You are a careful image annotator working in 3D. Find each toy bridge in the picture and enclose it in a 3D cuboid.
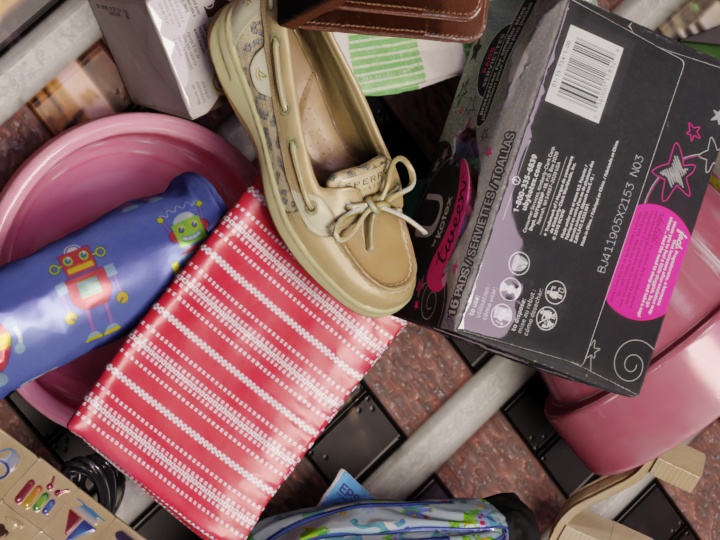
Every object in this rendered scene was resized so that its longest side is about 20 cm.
[{"bbox_3d":[0.162,0.179,1.572,0.067,0.027,0.201,24,127,1],"label":"toy bridge"}]

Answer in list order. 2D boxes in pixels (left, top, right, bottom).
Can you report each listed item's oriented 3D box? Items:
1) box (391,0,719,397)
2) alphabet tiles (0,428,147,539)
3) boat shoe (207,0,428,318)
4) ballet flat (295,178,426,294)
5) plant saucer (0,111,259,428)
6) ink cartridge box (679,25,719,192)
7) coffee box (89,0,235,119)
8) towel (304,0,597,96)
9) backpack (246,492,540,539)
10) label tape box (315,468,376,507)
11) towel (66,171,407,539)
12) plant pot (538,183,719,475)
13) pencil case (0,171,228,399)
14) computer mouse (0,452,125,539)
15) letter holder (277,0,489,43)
[{"bbox_3d":[0.114,-0.045,1.374,0.131,0.115,0.201,20,86,-22],"label":"box"},{"bbox_3d":[-0.201,0.207,1.398,0.167,0.008,0.200,-48,123,-1],"label":"alphabet tiles"},{"bbox_3d":[-0.019,-0.069,1.330,0.073,0.063,0.201,-31,94,-43],"label":"boat shoe"},{"bbox_3d":[0.000,0.000,1.477,0.200,0.070,0.071,-27,111,-48],"label":"ballet flat"},{"bbox_3d":[-0.143,0.002,1.448,0.199,0.051,0.202,-4,100,-25],"label":"plant saucer"},{"bbox_3d":[0.304,-0.068,1.589,0.083,0.145,0.201,-21,106,-20],"label":"ink cartridge box"},{"bbox_3d":[-0.050,-0.172,1.429,0.199,0.113,0.080,-28,109,-18],"label":"coffee box"},{"bbox_3d":[0.050,-0.186,1.399,0.199,0.023,0.154,-14,106,-23],"label":"towel"},{"bbox_3d":[0.006,0.215,1.444,0.198,0.154,0.164,10,98,-14],"label":"backpack"},{"bbox_3d":[-0.038,0.245,1.527,0.143,0.066,0.200,44,75,-24],"label":"label tape box"},{"bbox_3d":[-0.062,0.051,1.375,0.145,0.022,0.200,43,80,-31],"label":"towel"},{"bbox_3d":[0.172,0.002,1.527,0.200,0.200,0.179,-40,96,-14],"label":"plant pot"},{"bbox_3d":[-0.166,0.014,1.368,0.199,0.087,0.078,-25,86,-21],"label":"pencil case"},{"bbox_3d":[-0.241,0.174,1.399,0.198,0.053,0.140,-5,114,-24],"label":"computer mouse"},{"bbox_3d":[0.034,-0.237,1.301,0.141,0.100,0.202,2,81,-29],"label":"letter holder"}]
